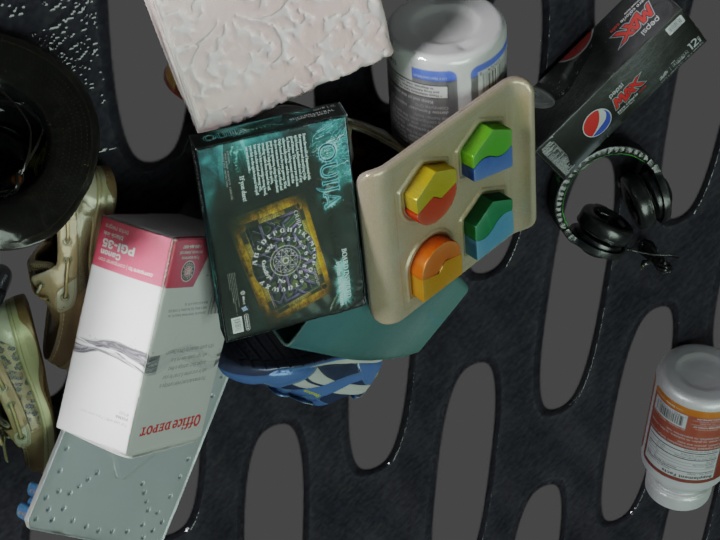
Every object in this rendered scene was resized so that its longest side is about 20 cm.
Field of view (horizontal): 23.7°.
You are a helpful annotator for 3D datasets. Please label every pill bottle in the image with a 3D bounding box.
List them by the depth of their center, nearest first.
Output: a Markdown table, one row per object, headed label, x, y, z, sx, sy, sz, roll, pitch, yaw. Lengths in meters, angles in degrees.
| label | x | y | z | sx | sy | sz | roll | pitch | yaw |
| --- | --- | --- | --- | --- | --- | --- | --- | --- | --- |
| pill bottle | 0.083 | -0.150 | 1.614 | 0.113 | 0.114 | 0.201 | -20 | 134 | -17 |
| pill bottle | 0.407 | 0.198 | 2.117 | 0.111 | 0.112 | 0.201 | -16 | 133 | -21 |

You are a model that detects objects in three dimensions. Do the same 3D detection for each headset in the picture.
| label | x | y | z | sx | sy | sz | roll | pitch | yaw |
| --- | --- | --- | --- | --- | --- | --- | --- | --- | --- |
| headset | 0.281 | -0.066 | 1.860 | 0.123 | 0.094 | 0.200 | -39 | 122 | 8 |

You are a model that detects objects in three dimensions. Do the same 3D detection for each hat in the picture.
| label | x | y | z | sx | sy | sz | roll | pitch | yaw |
| --- | --- | --- | --- | --- | --- | --- | --- | --- | --- |
| hat | -0.319 | -0.103 | 1.412 | 0.199 | 0.081 | 0.202 | 3 | 82 | -18 |

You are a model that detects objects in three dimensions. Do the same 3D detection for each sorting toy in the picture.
| label | x | y | z | sx | sy | sz | roll | pitch | yaw |
| --- | --- | --- | --- | --- | --- | --- | --- | --- | --- |
| sorting toy | 0.087 | -0.059 | 1.565 | 0.199 | 0.036 | 0.186 | -33 | 139 | -25 |

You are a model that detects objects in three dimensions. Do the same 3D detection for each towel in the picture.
| label | x | y | z | sx | sy | sz | roll | pitch | yaw |
| --- | --- | --- | --- | --- | --- | --- | --- | --- | --- |
| towel | -0.083 | -0.236 | 1.446 | 0.199 | 0.032 | 0.192 | -24 | 111 | -17 |

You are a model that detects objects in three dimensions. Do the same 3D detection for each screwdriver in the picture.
| label | x | y | z | sx | sy | sz | roll | pitch | yaw |
| --- | --- | --- | --- | --- | --- | --- | --- | --- | --- |
| screwdriver | -0.327 | 0.034 | 1.464 | 0.028 | 0.200 | 0.029 | -4 | 106 | 1 |

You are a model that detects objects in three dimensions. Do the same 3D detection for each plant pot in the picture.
| label | x | y | z | sx | sy | sz | roll | pitch | yaw |
| --- | --- | --- | --- | --- | --- | --- | --- | --- | --- |
| plant pot | 0.000 | 0.000 | 1.677 | 0.199 | 0.142 | 0.142 | 21 | 113 | -48 |

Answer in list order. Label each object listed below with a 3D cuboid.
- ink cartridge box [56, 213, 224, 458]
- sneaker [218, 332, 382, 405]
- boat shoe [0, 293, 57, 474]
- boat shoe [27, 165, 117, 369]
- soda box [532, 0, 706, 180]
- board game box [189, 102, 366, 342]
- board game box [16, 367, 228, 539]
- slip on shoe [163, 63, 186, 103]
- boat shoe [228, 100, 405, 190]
| label | x | y | z | sx | sy | sz | roll | pitch | yaw |
| --- | --- | --- | --- | --- | --- | --- | --- | --- | --- |
| ink cartridge box | -0.187 | 0.055 | 1.552 | 0.146 | 0.082 | 0.202 | -5 | 111 | -67 |
| sneaker | -0.062 | 0.103 | 1.766 | 0.199 | 0.074 | 0.083 | 1 | 127 | -32 |
| boat shoe | -0.326 | 0.111 | 1.610 | 0.062 | 0.073 | 0.201 | -13 | 124 | -13 |
| boat shoe | -0.271 | -0.004 | 1.549 | 0.064 | 0.071 | 0.201 | 1 | 115 | -28 |
| soda box | 0.243 | -0.192 | 1.711 | 0.200 | 0.071 | 0.063 | -44 | 137 | 8 |
| board game box | -0.068 | -0.040 | 1.489 | 0.134 | 0.028 | 0.201 | -14 | 125 | -12 |
| board game box | -0.228 | 0.165 | 1.669 | 0.200 | 0.026 | 0.201 | 25 | 86 | -54 |
| slip on shoe | -0.114 | -0.131 | 1.545 | 0.061 | 0.074 | 0.200 | -19 | 139 | 14 |
| boat shoe | -0.034 | -0.109 | 1.527 | 0.199 | 0.068 | 0.075 | -6 | 109 | -47 |
